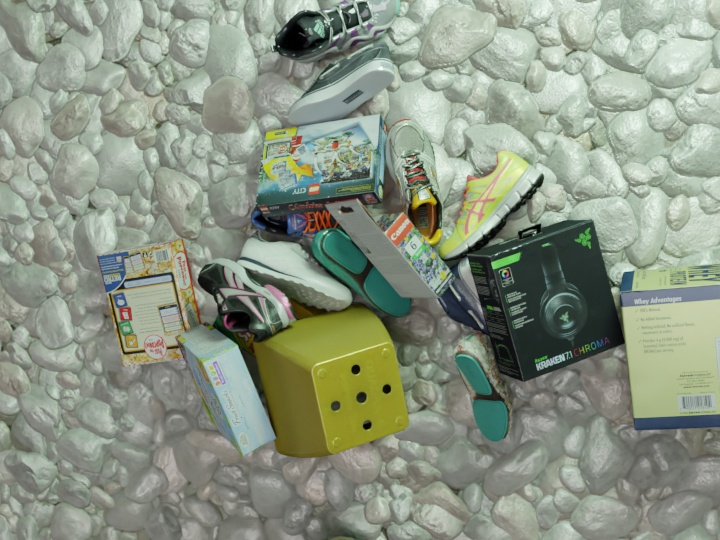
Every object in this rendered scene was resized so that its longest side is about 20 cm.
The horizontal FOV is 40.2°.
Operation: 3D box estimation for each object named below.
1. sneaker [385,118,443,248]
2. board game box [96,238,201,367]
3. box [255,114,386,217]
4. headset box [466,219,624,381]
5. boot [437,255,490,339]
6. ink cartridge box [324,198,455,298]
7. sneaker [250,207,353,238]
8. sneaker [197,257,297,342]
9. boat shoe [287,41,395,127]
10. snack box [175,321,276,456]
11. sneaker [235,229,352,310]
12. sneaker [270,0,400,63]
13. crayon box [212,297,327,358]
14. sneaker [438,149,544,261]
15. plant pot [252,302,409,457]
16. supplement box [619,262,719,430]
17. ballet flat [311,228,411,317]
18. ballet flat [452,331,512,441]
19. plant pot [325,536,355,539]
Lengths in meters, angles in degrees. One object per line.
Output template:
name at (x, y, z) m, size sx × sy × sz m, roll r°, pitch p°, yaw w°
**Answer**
sneaker at (0.091, -0.130, 1.482) m, size 0.077 × 0.082 × 0.203 m, roll -16°, pitch 100°, yaw -6°
board game box at (-0.359, 0.058, 1.695) m, size 0.150 × 0.046 × 0.203 m, roll -7°, pitch 99°, yaw 19°
box at (-0.060, -0.160, 1.517) m, size 0.197 × 0.038 × 0.138 m, roll -5°, pitch 64°, yaw 19°
headset box at (0.266, 0.033, 1.423) m, size 0.172 × 0.093 × 0.203 m, roll -17°, pitch 97°, yaw -14°
boot at (0.197, 0.073, 1.517) m, size 0.090 × 0.073 × 0.201 m, roll -32°, pitch 95°, yaw 43°
ink cartridge box at (0.044, -0.044, 1.473) m, size 0.050 × 0.109 × 0.200 m, roll -48°, pitch 111°, yaw -21°
sneaker at (-0.086, -0.078, 1.560) m, size 0.197 × 0.078 × 0.076 m, roll -1°, pitch 102°, yaw 18°
sneaker at (-0.196, 0.048, 1.531) m, size 0.199 × 0.086 × 0.081 m, roll 22°, pitch 141°, yaw 40°
boat shoe at (-0.034, -0.286, 1.508) m, size 0.199 × 0.071 × 0.069 m, roll -27°, pitch 59°, yaw 35°
snack box at (-0.221, 0.186, 1.588) m, size 0.067 × 0.200 × 0.170 m, roll -26°, pitch 106°, yaw -19°
sneaker at (-0.099, -0.001, 1.563) m, size 0.198 × 0.081 × 0.077 m, roll 23°, pitch 153°, yaw 7°
sneaker at (-0.042, -0.359, 1.451) m, size 0.198 × 0.140 × 0.078 m, roll -24°, pitch 94°, yaw 21°
crayon box at (-0.133, 0.093, 1.628) m, size 0.199 × 0.051 × 0.128 m, roll 33°, pitch 109°, yaw 8°
sneaker at (0.181, -0.098, 1.479) m, size 0.090 × 0.078 × 0.200 m, roll 47°, pitch 106°, yaw 12°
plant pot at (-0.031, 0.178, 1.499) m, size 0.198 × 0.176 × 0.203 m, roll -15°, pitch 99°, yaw -20°
supplement box at (0.477, 0.103, 1.387) m, size 0.197 × 0.134 × 0.203 m, roll -6°, pitch 100°, yaw 18°
ballet flat at (0.000, 0.000, 1.550) m, size 0.200 × 0.070 × 0.068 m, roll 41°, pitch 79°, yaw -24°
ballet flat at (0.199, 0.177, 1.523) m, size 0.075 × 0.064 × 0.202 m, roll 4°, pitch 131°, yaw 32°
plant pot at (-0.076, 0.567, 1.653) m, size 0.173 × 0.200 × 0.202 m, roll -29°, pitch 92°, yaw 37°
